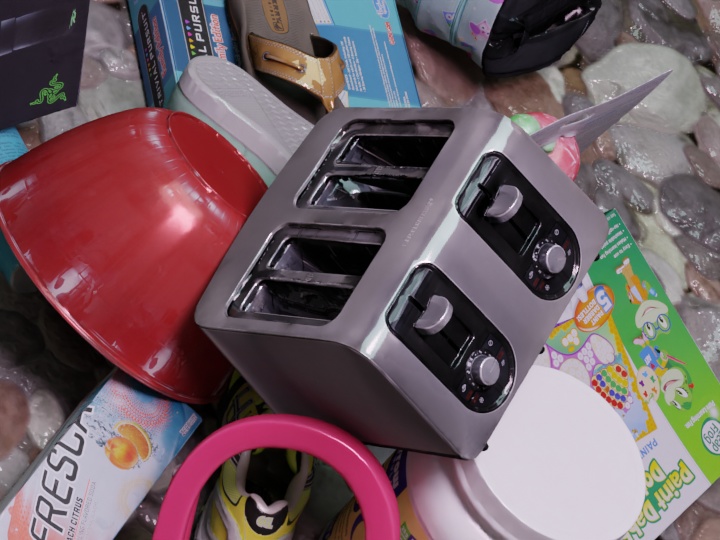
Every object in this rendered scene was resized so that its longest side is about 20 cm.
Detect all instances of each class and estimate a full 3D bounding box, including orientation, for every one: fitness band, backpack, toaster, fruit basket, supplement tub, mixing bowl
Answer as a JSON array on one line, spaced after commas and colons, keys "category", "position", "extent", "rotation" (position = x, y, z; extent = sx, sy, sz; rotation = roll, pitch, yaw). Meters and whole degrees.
[{"category": "fitness band", "position": [-0.053, 0.182, 1.556], "extent": [0.143, 0.201, 0.037], "rotation": [12, 10, 3]}, {"category": "backpack", "position": [0.115, -0.236, 2.012], "extent": [0.126, 0.167, 0.200], "rotation": [30, 46, 19]}, {"category": "toaster", "position": [0.019, 0.004, 1.572], "extent": [0.119, 0.199, 0.181], "rotation": [49, 63, -32]}, {"category": "fruit basket", "position": [0.100, -0.068, 1.825], "extent": [0.185, 0.200, 0.094], "rotation": [-26, 74, -41]}, {"category": "supplement tub", "position": [0.071, 0.162, 1.631], "extent": [0.145, 0.200, 0.146], "rotation": [17, 49, -21]}, {"category": "mixing bowl", "position": [-0.120, -0.027, 1.653], "extent": [0.200, 0.108, 0.200], "rotation": [42, 18, -17]}]

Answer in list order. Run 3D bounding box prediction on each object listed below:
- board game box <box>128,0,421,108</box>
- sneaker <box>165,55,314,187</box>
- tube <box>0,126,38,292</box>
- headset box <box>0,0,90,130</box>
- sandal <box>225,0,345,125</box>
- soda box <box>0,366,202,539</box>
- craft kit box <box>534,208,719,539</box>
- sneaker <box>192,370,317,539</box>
[{"category": "board game box", "position": [-0.058, -0.141, 1.888], "extent": [0.199, 0.047, 0.152], "rotation": [6, 53, -28]}, {"category": "sneaker", "position": [-0.058, -0.037, 1.756], "extent": [0.200, 0.118, 0.074], "rotation": [42, 35, 15]}, {"category": "tube", "position": [-0.247, -0.078, 1.724], "extent": [0.077, 0.050, 0.201], "rotation": [-10, 57, -39]}, {"category": "headset box", "position": [-0.262, -0.166, 1.655], "extent": [0.199, 0.175, 0.093], "rotation": [-21, 55, -30]}, {"category": "sandal", "position": [-0.040, -0.143, 1.829], "extent": [0.081, 0.055, 0.201], "rotation": [6, 53, -30]}, {"category": "soda box", "position": [-0.176, 0.141, 1.579], "extent": [0.064, 0.068, 0.200], "rotation": [42, 44, -7]}, {"category": "craft kit box", "position": [0.160, 0.086, 1.822], "extent": [0.200, 0.048, 0.198], "rotation": [-36, 99, -44]}, {"category": "sneaker", "position": [-0.051, 0.108, 1.682], "extent": [0.075, 0.077, 0.201], "rotation": [21, 46, -15]}]
